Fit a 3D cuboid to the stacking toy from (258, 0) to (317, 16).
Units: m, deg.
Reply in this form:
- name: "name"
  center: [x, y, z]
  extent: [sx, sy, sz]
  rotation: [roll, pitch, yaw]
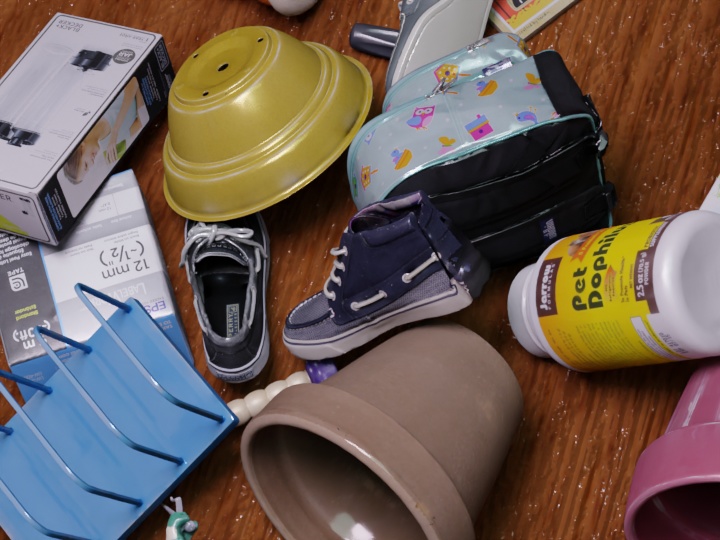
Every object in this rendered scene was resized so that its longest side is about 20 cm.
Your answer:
- name: "stacking toy"
  center: [-0.130, -0.301, 1.756]
  extent: [0.198, 0.146, 0.147]
  rotation: [6, 68, 22]

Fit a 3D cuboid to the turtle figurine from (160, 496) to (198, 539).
- name: "turtle figurine"
  center: [-0.101, 0.263, 1.530]
  extent: [0.101, 0.149, 0.200]
  rotation: [-53, 34, 4]

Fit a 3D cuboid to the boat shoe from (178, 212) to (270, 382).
- name: "boat shoe"
  center: [-0.113, -0.007, 1.638]
  extent: [0.073, 0.068, 0.201]
  rotation: [-6, 52, 5]

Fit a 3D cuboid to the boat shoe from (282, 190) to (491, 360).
- name: "boat shoe"
  center: [0.000, 0.000, 1.557]
  extent: [0.199, 0.093, 0.075]
  rotation: [-22, 29, 34]

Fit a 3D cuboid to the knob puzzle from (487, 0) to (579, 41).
- name: "knob puzzle"
  center: [0.141, -0.322, 1.785]
  extent: [0.217, 0.031, 0.222]
  rotation: [-1, 69, 4]

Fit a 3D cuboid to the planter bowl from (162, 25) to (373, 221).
- name: "planter bowl"
  center: [-0.096, -0.140, 1.647]
  extent: [0.199, 0.084, 0.201]
  rotation: [-22, 37, 17]

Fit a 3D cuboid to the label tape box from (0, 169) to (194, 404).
- name: "label tape box"
  center: [-0.223, 0.035, 1.651]
  extent: [0.142, 0.066, 0.202]
  rotation: [-17, 67, -3]

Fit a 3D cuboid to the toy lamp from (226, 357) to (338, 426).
- name: "toy lamp"
  center: [-0.111, 0.120, 1.617]
  extent: [0.198, 0.058, 0.059]
  rotation: [-21, 69, -7]

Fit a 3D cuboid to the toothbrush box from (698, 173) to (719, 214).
- name: "toothbrush box"
  center: [0.378, -0.073, 1.645]
  extent: [0.145, 0.086, 0.201]
  rotation: [29, 75, 14]

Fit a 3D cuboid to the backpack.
- name: "backpack"
  center: [0.087, -0.081, 1.620]
  extent: [0.199, 0.176, 0.154]
  rotation: [-26, 55, -5]

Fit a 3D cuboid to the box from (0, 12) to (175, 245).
- name: "box"
  center: [-0.253, -0.120, 1.672]
  extent: [0.116, 0.060, 0.201]
  rotation: [13, 51, 25]

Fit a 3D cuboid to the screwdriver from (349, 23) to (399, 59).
- name: "screwdriver"
  center: [0.086, -0.184, 1.736]
  extent: [0.198, 0.029, 0.028]
  rotation: [11, 70, 9]

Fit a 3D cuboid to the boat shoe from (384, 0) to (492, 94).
- name: "boat shoe"
  center: [0.067, -0.223, 1.721]
  extent: [0.061, 0.073, 0.201]
  rotation: [13, 73, 46]

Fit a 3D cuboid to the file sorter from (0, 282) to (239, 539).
- name: "file sorter"
  center: [-0.223, 0.128, 1.537]
  extent: [0.200, 0.123, 0.139]
  rotation: [-45, 68, 4]

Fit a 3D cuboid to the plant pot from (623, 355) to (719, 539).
- name: "plant pot"
  center: [0.311, 0.138, 1.523]
  extent: [0.198, 0.201, 0.180]
  rotation: [12, 54, 8]

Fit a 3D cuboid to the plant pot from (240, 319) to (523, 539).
- name: "plant pot"
  center: [0.037, 0.135, 1.546]
  extent: [0.200, 0.201, 0.175]
  rotation: [36, 57, 16]

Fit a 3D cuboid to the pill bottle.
- name: "pill bottle"
  center: [0.206, 0.020, 1.558]
  extent: [0.108, 0.199, 0.110]
  rotation: [7, 78, -35]
